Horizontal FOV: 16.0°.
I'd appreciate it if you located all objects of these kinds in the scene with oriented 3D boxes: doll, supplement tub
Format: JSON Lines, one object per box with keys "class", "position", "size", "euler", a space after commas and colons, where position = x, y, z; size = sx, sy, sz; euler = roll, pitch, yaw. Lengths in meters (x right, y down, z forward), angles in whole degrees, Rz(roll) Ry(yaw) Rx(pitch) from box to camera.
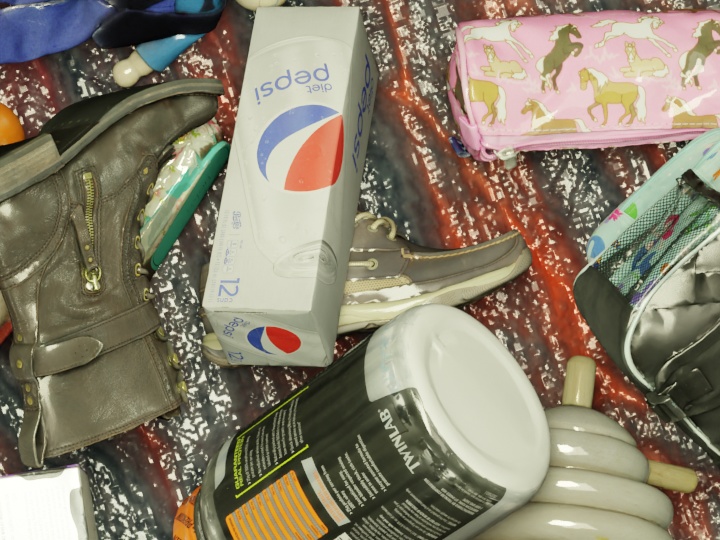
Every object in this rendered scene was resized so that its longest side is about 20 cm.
{"class": "doll", "position": [-0.133, -0.155, 1.453], "size": [0.199, 0.137, 0.049], "euler": [-12, 47, -18]}
{"class": "supplement tub", "position": [-0.003, 0.116, 1.400], "size": [0.200, 0.122, 0.123], "euler": [-36, 88, 31]}

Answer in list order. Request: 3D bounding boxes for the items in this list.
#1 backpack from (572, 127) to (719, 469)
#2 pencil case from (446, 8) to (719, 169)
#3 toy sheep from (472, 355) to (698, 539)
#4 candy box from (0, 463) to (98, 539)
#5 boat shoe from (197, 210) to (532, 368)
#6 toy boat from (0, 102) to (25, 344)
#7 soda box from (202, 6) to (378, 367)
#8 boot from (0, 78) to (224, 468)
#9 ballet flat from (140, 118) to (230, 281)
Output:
{"class": "backpack", "position": [0.237, 0.000, 1.428], "size": [0.200, 0.151, 0.177], "euler": [-43, 119, 9]}
{"class": "pencil case", "position": [0.150, -0.108, 1.488], "size": [0.198, 0.083, 0.087], "euler": [-4, 100, -5]}
{"class": "toy sheep", "position": [0.119, 0.148, 1.444], "size": [0.137, 0.138, 0.202], "euler": [6, 71, -4]}
{"class": "candy box", "position": [-0.243, 0.157, 1.391], "size": [0.198, 0.168, 0.072], "euler": [-9, 85, -5]}
{"class": "boat shoe", "position": [0.000, 0.000, 1.471], "size": [0.198, 0.074, 0.074], "euler": [-15, 87, -7]}
{"class": "toy boat", "position": [-0.244, -0.054, 1.448], "size": [0.200, 0.130, 0.131], "euler": [49, 53, 0]}
{"class": "soda box", "position": [-0.037, -0.049, 1.433], "size": [0.063, 0.068, 0.201], "euler": [2, 60, 13]}
{"class": "boot", "position": [-0.132, -0.002, 1.397], "size": [0.199, 0.069, 0.175], "euler": [-29, 105, -35]}
{"class": "ballet flat", "position": [-0.147, -0.010, 1.467], "size": [0.064, 0.076, 0.201], "euler": [29, 74, 8]}
